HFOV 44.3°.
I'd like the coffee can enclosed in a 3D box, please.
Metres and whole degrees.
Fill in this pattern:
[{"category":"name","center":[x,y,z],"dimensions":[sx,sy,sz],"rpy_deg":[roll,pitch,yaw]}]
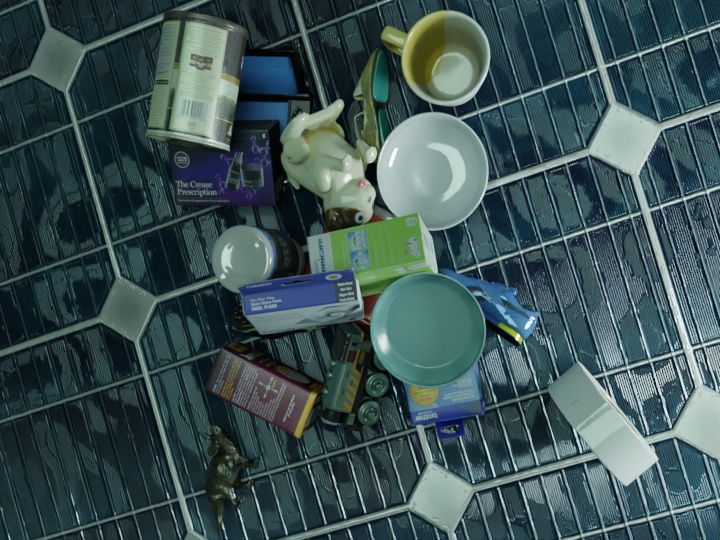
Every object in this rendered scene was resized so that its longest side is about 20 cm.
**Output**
[{"category":"coffee can","center":[-0.275,-0.313,1.485],"dimensions":[0.143,0.146,0.205],"rpy_deg":[10,92,11]}]

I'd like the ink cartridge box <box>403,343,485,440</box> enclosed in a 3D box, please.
[{"category":"ink cartridge box","center":[0.145,0.192,1.570],"dimensions":[0.133,0.076,0.205],"rpy_deg":[-12,90,11]}]

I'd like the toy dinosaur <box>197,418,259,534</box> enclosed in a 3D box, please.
[{"category":"toy dinosaur","center":[-0.255,0.385,1.664],"dimensions":[0.100,0.077,0.205],"rpy_deg":[11,98,23]}]

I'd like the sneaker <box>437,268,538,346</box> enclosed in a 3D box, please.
[{"category":"sneaker","center":[0.223,0.046,1.562],"dimensions":[0.198,0.066,0.079],"rpy_deg":[36,81,10]}]

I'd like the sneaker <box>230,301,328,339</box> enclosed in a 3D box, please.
[{"category":"sneaker","center":[-0.143,0.086,1.627],"dimensions":[0.195,0.083,0.073],"rpy_deg":[-1,63,8]}]

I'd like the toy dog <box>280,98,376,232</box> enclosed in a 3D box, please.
[{"category":"toy dog","center":[-0.053,-0.161,1.545],"dimensions":[0.202,0.139,0.194],"rpy_deg":[53,127,9]}]

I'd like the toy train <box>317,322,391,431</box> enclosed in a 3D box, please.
[{"category":"toy train","center":[-0.009,0.187,1.574],"dimensions":[0.112,0.085,0.205],"rpy_deg":[11,102,-22]}]

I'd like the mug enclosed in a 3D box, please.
[{"category":"mug","center":[0.143,-0.365,1.518],"dimensions":[0.148,0.153,0.189],"rpy_deg":[-33,85,10]}]

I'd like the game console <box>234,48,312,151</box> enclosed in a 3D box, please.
[{"category":"game console","center":[-0.194,-0.300,1.605],"dimensions":[0.195,0.116,0.181],"rpy_deg":[4,92,11]}]

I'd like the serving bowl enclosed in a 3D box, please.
[{"category":"serving bowl","center":[0.124,-0.173,1.561],"dimensions":[0.195,0.066,0.206],"rpy_deg":[0,93,-1]}]

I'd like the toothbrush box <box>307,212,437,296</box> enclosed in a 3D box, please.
[{"category":"toothbrush box","center":[0.024,-0.018,1.509],"dimensions":[0.195,0.146,0.088],"rpy_deg":[-13,73,11]}]

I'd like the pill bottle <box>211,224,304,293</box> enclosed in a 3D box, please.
[{"category":"pill bottle","center":[-0.173,-0.018,1.560],"dimensions":[0.111,0.200,0.117],"rpy_deg":[0,90,15]}]

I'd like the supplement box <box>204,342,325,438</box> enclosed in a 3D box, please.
[{"category":"supplement box","center":[-0.169,0.214,1.613],"dimensions":[0.197,0.110,0.087],"rpy_deg":[25,95,9]}]

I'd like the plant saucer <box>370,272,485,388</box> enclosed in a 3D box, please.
[{"category":"plant saucer","center":[0.115,0.098,1.501],"dimensions":[0.195,0.036,0.205],"rpy_deg":[2,104,8]}]

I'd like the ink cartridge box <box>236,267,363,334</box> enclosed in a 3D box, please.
[{"category":"ink cartridge box","center":[-0.094,0.056,1.477],"dimensions":[0.194,0.200,0.042],"rpy_deg":[-9,72,3]}]

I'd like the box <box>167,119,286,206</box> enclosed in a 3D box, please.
[{"category":"box","center":[-0.243,-0.196,1.614],"dimensions":[0.195,0.079,0.145],"rpy_deg":[1,111,12]}]

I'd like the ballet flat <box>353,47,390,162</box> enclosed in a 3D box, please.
[{"category":"ballet flat","center":[0.018,-0.295,1.592],"dimensions":[0.069,0.071,0.206],"rpy_deg":[-4,90,11]}]

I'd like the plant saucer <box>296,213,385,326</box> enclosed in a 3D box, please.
[{"category":"plant saucer","center":[0.000,0.000,1.614],"dimensions":[0.197,0.037,0.203],"rpy_deg":[30,97,9]}]

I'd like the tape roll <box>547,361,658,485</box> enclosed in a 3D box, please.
[{"category":"tape roll","center":[0.397,0.250,1.456],"dimensions":[0.070,0.202,0.204],"rpy_deg":[-40,84,10]}]
